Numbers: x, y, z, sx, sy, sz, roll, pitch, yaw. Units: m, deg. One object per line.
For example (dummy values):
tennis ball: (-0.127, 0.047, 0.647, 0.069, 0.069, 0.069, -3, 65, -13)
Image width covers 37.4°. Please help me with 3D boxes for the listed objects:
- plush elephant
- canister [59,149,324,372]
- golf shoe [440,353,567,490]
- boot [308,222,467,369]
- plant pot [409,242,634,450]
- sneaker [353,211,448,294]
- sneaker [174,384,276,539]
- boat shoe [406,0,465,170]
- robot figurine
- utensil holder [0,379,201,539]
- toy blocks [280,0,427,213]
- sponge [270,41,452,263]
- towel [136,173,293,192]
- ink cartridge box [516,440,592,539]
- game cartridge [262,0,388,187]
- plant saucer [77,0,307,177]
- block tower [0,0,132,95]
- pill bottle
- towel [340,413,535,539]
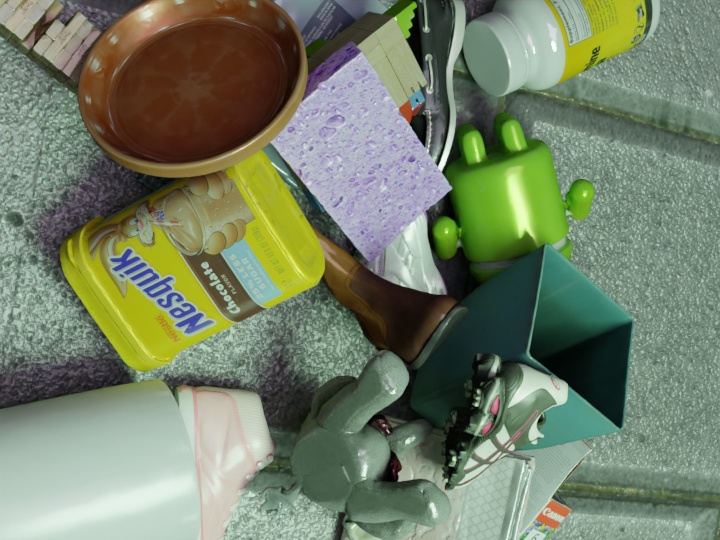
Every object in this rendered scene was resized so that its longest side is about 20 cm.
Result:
plush elephant: (0.006, 0.185, 1.055, 0.199, 0.155, 0.166, -29, 81, 22)
canister: (-0.149, -0.012, 0.961, 0.199, 0.087, 0.149, -26, 107, 22)
golf shoe: (0.128, 0.156, 1.010, 0.087, 0.201, 0.078, 8, 54, -7)
boot: (0.000, 0.000, 1.006, 0.200, 0.188, 0.068, 45, 80, -3)
plant pot: (0.153, 0.099, 1.100, 0.141, 0.199, 0.142, 38, 47, -23)
sneaker: (0.026, -0.020, 1.106, 0.099, 0.075, 0.201, -23, 103, -16)
sneaker: (-0.132, 0.213, 1.057, 0.104, 0.075, 0.202, -1, 92, -19)
boat shoe: (0.065, -0.192, 1.107, 0.060, 0.074, 0.202, 8, 89, -25)
robot figurine: (0.159, -0.063, 1.139, 0.174, 0.116, 0.202, -16, 104, 1)
utensil holder: (-0.260, 0.193, 0.948, 0.198, 0.170, 0.172, -11, 100, -24)
toy blocks: (-0.006, -0.144, 1.018, 0.200, 0.100, 0.137, -40, 123, -13)
sponge: (0.000, -0.103, 0.978, 0.111, 0.030, 0.200, -40, 134, 0)
towel: (-0.113, -0.137, 1.060, 0.146, 0.022, 0.201, 33, 82, -23)
ink cartridge box: (0.163, 0.242, 1.144, 0.050, 0.109, 0.200, 32, 100, -42)
game cartridge: (-0.058, -0.201, 1.046, 0.133, 0.041, 0.201, 37, 82, -20)
plant saucer: (-0.143, -0.162, 0.916, 0.200, 0.200, 0.032, -40, 151, -15)
block tower: (-0.282, -0.216, 0.957, 0.200, 0.058, 0.054, 39, 79, -21)
pill bottle: (0.214, -0.263, 1.145, 0.199, 0.112, 0.113, -27, 106, -19)
towel: (0.071, 0.267, 1.112, 0.032, 0.190, 0.202, 19, 82, -66)
